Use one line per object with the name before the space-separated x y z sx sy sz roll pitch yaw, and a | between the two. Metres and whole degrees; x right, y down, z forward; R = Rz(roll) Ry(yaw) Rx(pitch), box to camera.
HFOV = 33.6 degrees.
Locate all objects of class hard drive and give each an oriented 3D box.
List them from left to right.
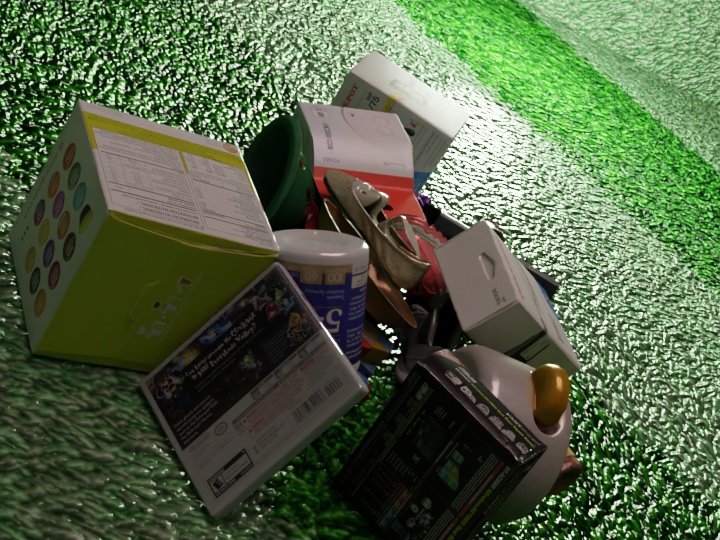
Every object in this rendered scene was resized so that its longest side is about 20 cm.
hard drive | 0.179 -0.028 1.707 0.200 0.033 0.140 30 4 -9

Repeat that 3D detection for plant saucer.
plant saucer | 0.000 0.000 1.512 0.200 0.035 0.200 54 7 -9

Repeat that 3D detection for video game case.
video game case | -0.112 0.118 1.205 0.182 0.200 0.023 53 9 33

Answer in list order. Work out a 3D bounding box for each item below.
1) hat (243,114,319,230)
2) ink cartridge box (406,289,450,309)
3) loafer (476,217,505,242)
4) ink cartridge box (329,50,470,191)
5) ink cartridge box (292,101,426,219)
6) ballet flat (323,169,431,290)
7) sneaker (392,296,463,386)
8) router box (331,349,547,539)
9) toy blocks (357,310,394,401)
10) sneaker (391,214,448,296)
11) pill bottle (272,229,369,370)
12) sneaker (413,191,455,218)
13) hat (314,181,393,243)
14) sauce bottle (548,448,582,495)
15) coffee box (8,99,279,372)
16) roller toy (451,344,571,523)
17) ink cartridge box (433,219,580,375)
hat | -0.068 -0.087 1.626 0.176 0.201 0.166 22 5 -30
ink cartridge box | 0.129 0.016 1.744 0.199 0.067 0.116 22 30 -22
loafer | 0.206 -0.039 1.907 0.070 0.070 0.200 29 28 -8
ink cartridge box | 0.050 -0.238 1.977 0.200 0.147 0.146 33 29 1
ink cartridge box | 0.003 -0.156 1.679 0.162 0.057 0.200 4 36 -26
ballet flat | 0.026 -0.066 1.565 0.200 0.062 0.067 56 24 15
sneaker | 0.099 0.071 1.575 0.075 0.116 0.200 25 29 -16
router box | 0.079 0.205 1.250 0.150 0.200 0.062 45 31 21
toy blocks | -0.021 0.080 1.475 0.137 0.100 0.200 44 20 -6
sneaker | 0.110 0.006 1.636 0.200 0.087 0.074 33 -15 -19
pill bottle | -0.056 0.063 1.317 0.119 0.201 0.120 4 14 -1
sneaker | 0.064 -0.090 1.822 0.200 0.089 0.081 31 30 0
hat | -0.034 -0.127 1.728 0.200 0.081 0.201 8 40 -7
sauce bottle | 0.205 0.198 1.544 0.066 0.066 0.200 4 39 -43
coffee box | -0.238 -0.028 1.288 0.199 0.200 0.198 14 34 -34
roller toy | 0.150 0.187 1.369 0.139 0.201 0.182 24 -3 -19
ink cartridge box | 0.190 0.051 1.543 0.200 0.084 0.145 44 21 -45
